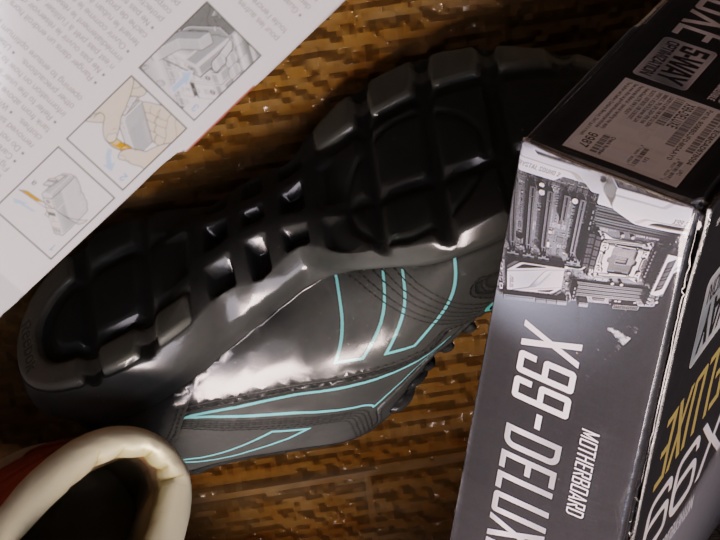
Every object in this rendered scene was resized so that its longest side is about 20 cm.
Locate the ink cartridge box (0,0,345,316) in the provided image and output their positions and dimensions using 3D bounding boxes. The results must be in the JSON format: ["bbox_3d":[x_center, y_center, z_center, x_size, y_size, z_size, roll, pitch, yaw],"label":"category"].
[{"bbox_3d":[-0.062,-0.094,0.741,0.200,0.050,0.109,-43,121,5],"label":"ink cartridge box"}]

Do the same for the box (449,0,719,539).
[{"bbox_3d":[0.090,-0.003,0.769,0.050,0.200,0.158,21,125,18],"label":"box"}]

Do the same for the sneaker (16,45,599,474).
[{"bbox_3d":[0.000,0.000,0.839,0.200,0.076,0.079,-23,135,18],"label":"sneaker"}]

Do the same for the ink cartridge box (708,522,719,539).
[{"bbox_3d":[0.171,0.113,0.882,0.199,0.147,0.083,-4,106,-7],"label":"ink cartridge box"}]

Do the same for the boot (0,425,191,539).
[{"bbox_3d":[-0.125,0.116,0.796,0.075,0.107,0.200,46,65,-8],"label":"boot"}]
